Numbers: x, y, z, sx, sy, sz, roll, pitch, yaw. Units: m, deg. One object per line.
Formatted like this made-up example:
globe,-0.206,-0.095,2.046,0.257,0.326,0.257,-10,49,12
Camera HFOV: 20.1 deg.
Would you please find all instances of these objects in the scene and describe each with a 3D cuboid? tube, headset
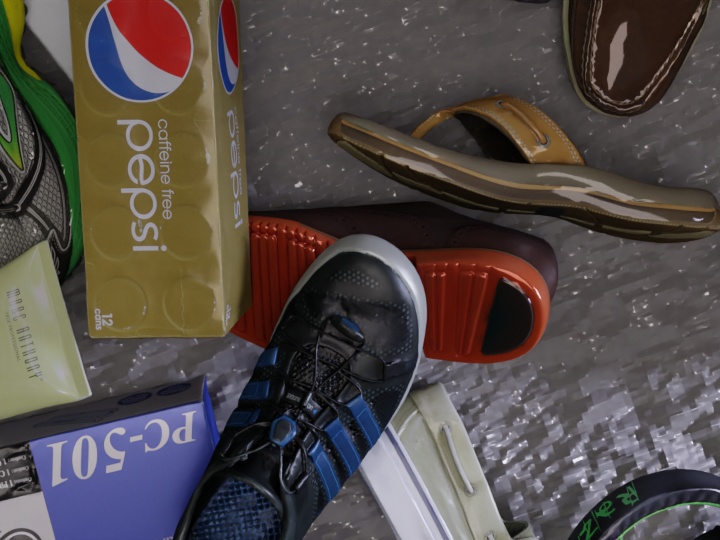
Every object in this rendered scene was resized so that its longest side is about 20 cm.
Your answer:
tube,-0.221,0.055,0.979,0.199,0.052,0.058,-22,119,21
headset,0.186,0.186,1.023,0.200,0.094,0.124,36,95,-28

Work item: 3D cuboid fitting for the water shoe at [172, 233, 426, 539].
water shoe,-0.029,0.080,0.948,0.071,0.079,0.201,27,107,2

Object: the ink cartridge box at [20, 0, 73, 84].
ink cartridge box,-0.124,-0.214,0.963,0.173,0.044,0.200,-37,100,7

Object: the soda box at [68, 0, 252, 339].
soda box,-0.091,-0.072,0.935,0.067,0.064,0.202,0,103,9

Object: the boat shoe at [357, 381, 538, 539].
boat shoe,0.063,0.151,1.028,0.062,0.072,0.201,-31,100,-1

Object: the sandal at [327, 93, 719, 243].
sandal,0.082,-0.055,0.988,0.198,0.080,0.055,11,85,-5

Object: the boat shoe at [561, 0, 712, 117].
boat shoe,0.146,-0.170,0.964,0.074,0.075,0.204,13,101,-4

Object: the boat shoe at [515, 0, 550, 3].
boat shoe,0.099,-0.222,0.960,0.066,0.070,0.202,16,89,-34

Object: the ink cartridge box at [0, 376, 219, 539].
ink cartridge box,-0.164,0.125,1.027,0.198,0.044,0.095,-13,103,0

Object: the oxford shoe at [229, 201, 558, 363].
oxford shoe,0.000,0.000,1.004,0.198,0.073,0.072,10,120,13

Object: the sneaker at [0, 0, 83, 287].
sneaker,-0.189,-0.072,0.950,0.077,0.085,0.201,-5,119,27
